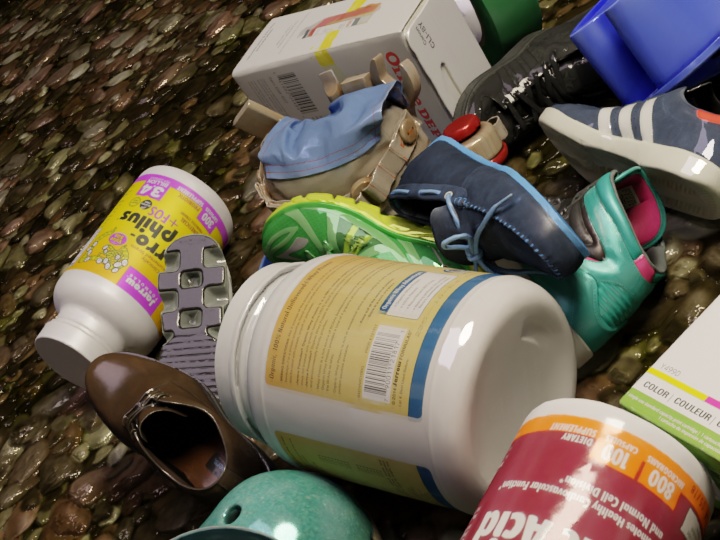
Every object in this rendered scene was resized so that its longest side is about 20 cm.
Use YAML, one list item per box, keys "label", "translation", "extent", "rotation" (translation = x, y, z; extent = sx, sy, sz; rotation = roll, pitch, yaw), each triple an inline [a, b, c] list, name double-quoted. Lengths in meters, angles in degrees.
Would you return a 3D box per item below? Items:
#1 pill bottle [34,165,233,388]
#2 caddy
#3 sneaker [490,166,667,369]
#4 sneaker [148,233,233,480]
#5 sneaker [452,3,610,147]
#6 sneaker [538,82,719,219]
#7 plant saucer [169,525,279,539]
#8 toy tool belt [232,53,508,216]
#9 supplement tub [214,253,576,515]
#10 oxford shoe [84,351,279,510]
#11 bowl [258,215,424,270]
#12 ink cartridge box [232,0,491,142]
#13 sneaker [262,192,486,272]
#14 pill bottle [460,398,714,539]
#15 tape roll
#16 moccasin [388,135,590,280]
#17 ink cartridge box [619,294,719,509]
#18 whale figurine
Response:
- label: "pill bottle"
  translation: [-0.205, 0.008, 1.237]
  extent: [0.104, 0.104, 0.200]
  rotation: [-2, 46, 44]
- label: "caddy"
  translation: [0.258, -0.203, 1.051]
  extent: [0.200, 0.105, 0.141]
  rotation: [-46, 4, -15]
- label: "sneaker"
  translation: [0.146, -0.031, 0.954]
  extent: [0.121, 0.084, 0.200]
  rotation: [-38, 39, 7]
- label: "sneaker"
  translation: [-0.127, 0.079, 1.112]
  extent: [0.074, 0.089, 0.201]
  rotation: [0, 65, 10]
- label: "sneaker"
  translation: [0.161, -0.161, 1.133]
  extent: [0.104, 0.060, 0.200]
  rotation: [-4, 37, 46]
- label: "sneaker"
  translation: [0.211, -0.099, 0.984]
  extent: [0.085, 0.075, 0.200]
  rotation: [-50, 36, -7]
- label: "plant saucer"
  translation: [-0.071, 0.246, 0.775]
  extent: [0.199, 0.027, 0.202]
  rotation: [-5, 80, 31]
- label: "toy tool belt"
  translation: [0.002, -0.105, 1.065]
  extent: [0.199, 0.123, 0.125]
  rotation: [-18, 25, 32]
- label: "supplement tub"
  translation: [0.020, 0.066, 0.873]
  extent: [0.199, 0.145, 0.145]
  rotation: [8, 52, 38]
- label: "oxford shoe"
  translation: [-0.142, 0.106, 1.004]
  extent: [0.199, 0.084, 0.073]
  rotation: [29, 79, 36]
- label: "bowl"
  translation: [0.008, -0.020, 1.123]
  extent: [0.200, 0.039, 0.201]
  rotation: [-26, 33, 18]
- label: "ink cartridge box"
  translation: [0.012, -0.158, 1.201]
  extent: [0.199, 0.145, 0.084]
  rotation: [-4, 42, 41]
- label: "sneaker"
  translation: [0.000, 0.000, 1.001]
  extent: [0.199, 0.074, 0.084]
  rotation: [15, 63, 34]
- label: "pill bottle"
  translation: [0.095, 0.176, 0.705]
  extent: [0.114, 0.114, 0.200]
  rotation: [-1, 47, 44]
- label: "tape roll"
  translation: [0.080, -0.272, 1.228]
  extent: [0.048, 0.201, 0.200]
  rotation: [-39, 31, -6]
- label: "moccasin"
  translation: [0.081, -0.027, 0.906]
  extent: [0.068, 0.081, 0.200]
  rotation: [-42, 24, -5]
- label: "ink cartridge box"
  translation: [0.264, 0.049, 0.740]
  extent: [0.200, 0.076, 0.148]
  rotation: [-45, 32, -10]
- label: "whale figurine"
  translation: [-0.085, 0.197, 0.865]
  extent: [0.199, 0.104, 0.160]
  rotation: [-23, 34, 18]
